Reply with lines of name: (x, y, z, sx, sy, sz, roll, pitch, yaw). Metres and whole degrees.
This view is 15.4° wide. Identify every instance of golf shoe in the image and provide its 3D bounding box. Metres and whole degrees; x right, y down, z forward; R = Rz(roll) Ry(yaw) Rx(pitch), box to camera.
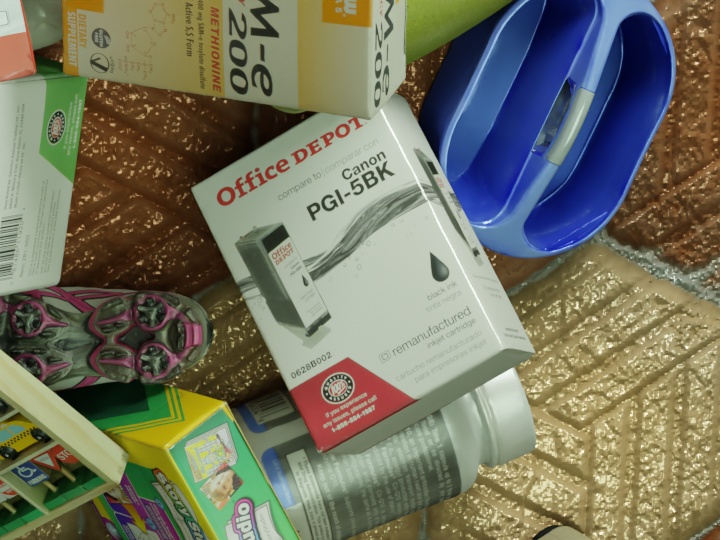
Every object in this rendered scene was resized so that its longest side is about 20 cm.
golf shoe: (-0.197, 0.046, 1.764, 0.200, 0.092, 0.073, 3, 91, 5)

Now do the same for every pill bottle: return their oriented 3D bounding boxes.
pill bottle: (0.012, 0.116, 1.833, 0.200, 0.114, 0.114, -20, 112, -10)

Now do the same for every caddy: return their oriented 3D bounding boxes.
caddy: (0.127, -0.108, 1.801, 0.141, 0.105, 0.200, 21, 100, -21)

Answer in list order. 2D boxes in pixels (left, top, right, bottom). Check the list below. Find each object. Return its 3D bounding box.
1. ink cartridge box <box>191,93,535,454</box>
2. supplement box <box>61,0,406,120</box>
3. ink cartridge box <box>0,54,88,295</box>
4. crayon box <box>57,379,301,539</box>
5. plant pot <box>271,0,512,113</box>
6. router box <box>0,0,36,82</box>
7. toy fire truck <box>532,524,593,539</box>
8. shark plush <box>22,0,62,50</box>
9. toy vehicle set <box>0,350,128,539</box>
ink cartridge box: (0.000, 0.000, 1.737, 0.147, 0.083, 0.200, -30, 78, 14)
supplement box: (-0.075, -0.171, 1.566, 0.200, 0.074, 0.126, 9, 118, 17)
ink cartridge box: (-0.269, -0.056, 1.648, 0.200, 0.084, 0.146, -11, 116, -55)
crayon box: (-0.109, 0.168, 1.775, 0.058, 0.172, 0.200, -39, 116, -25)
plant pot: (0.025, -0.213, 1.710, 0.200, 0.187, 0.187, -15, 111, -25)
router box: (-0.298, -0.178, 1.488, 0.200, 0.049, 0.180, -13, 104, -10)
toy fire truck: (0.111, 0.300, 1.934, 0.200, 0.129, 0.176, -31, 114, -17)
shark plush: (-0.177, -0.218, 1.682, 0.091, 0.083, 0.200, 33, 79, -35)
toy vehicle set: (-0.260, 0.127, 1.731, 0.124, 0.027, 0.200, 41, 132, -24)
